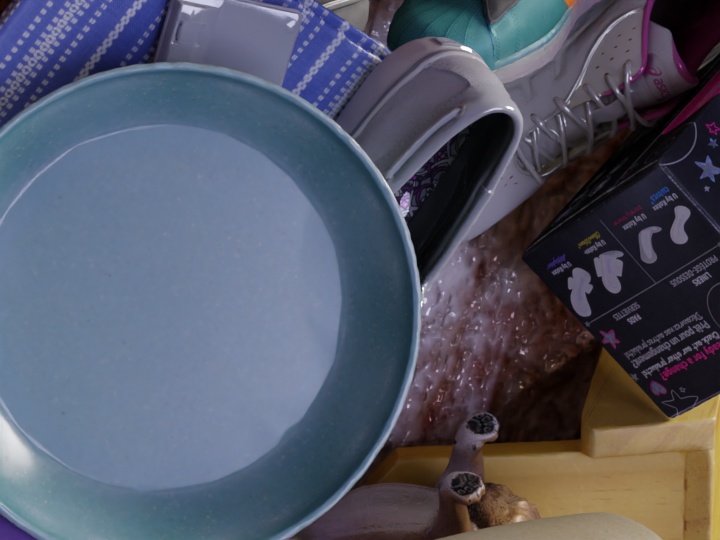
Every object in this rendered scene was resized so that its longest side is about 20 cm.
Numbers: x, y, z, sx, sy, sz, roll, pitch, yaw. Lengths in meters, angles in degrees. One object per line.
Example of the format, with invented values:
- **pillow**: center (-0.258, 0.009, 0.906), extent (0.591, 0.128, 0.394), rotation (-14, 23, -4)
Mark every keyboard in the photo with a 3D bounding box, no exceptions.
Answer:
- **keyboard**: center (-0.076, -0.016, 1.099), extent (0.056, 0.011, 0.200), rotation (7, 110, -31)

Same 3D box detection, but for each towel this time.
- **towel**: center (-0.071, -0.062, 1.106), extent (0.200, 0.024, 0.145), rotation (32, 99, -38)

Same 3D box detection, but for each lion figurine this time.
- **lion figurine**: center (0.005, 0.124, 1.266), extent (0.123, 0.199, 0.073), rotation (93, 5, -47)

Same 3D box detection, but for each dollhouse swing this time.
- **dollhouse swing**: center (0.097, 0.144, 1.391), extent (0.182, 0.175, 0.201), rotation (-62, 152, -67)

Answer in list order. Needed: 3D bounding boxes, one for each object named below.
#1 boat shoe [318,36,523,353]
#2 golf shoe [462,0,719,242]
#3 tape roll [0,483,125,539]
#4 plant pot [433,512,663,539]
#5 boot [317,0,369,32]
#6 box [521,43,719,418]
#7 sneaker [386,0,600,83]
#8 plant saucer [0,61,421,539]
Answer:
- **boat shoe**: center (0.000, 0.000, 1.123), extent (0.072, 0.069, 0.200), rotation (33, 100, -39)
- **golf shoe**: center (0.102, -0.087, 1.275), extent (0.200, 0.091, 0.075), rotation (-49, 131, -13)
- **tape roll**: center (-0.155, 0.180, 1.115), extent (0.200, 0.066, 0.200), rotation (-30, 151, -18)
- **plant pot**: center (0.056, 0.186, 1.148), extent (0.200, 0.187, 0.188), rotation (-28, 122, -39)
- **boot**: center (-0.054, -0.033, 1.189), extent (0.181, 0.073, 0.201), rotation (-16, 122, -33)
- **box**: center (0.197, -0.045, 1.295), extent (0.115, 0.132, 0.200), rotation (47, 56, -4)
- **sneaker**: center (0.085, -0.156, 1.228), extent (0.200, 0.071, 0.080), rotation (-37, 142, -31)
- **plant saucer**: center (-0.077, 0.017, 1.064), extent (0.199, 0.036, 0.201), rotation (-2, 99, -12)
